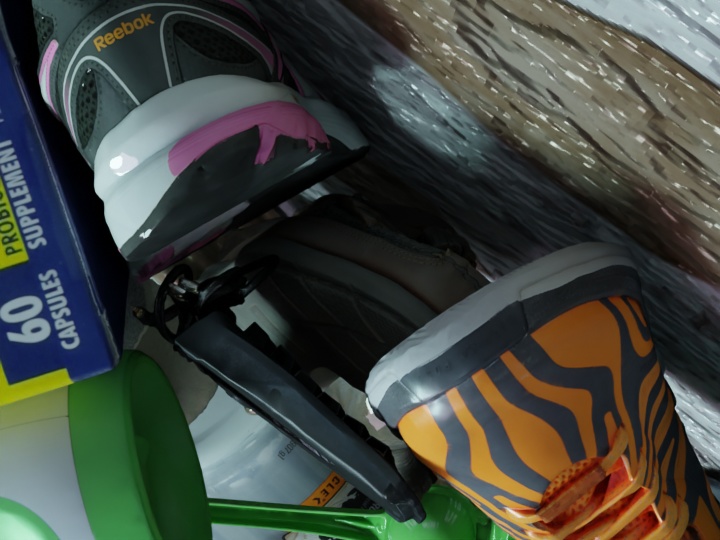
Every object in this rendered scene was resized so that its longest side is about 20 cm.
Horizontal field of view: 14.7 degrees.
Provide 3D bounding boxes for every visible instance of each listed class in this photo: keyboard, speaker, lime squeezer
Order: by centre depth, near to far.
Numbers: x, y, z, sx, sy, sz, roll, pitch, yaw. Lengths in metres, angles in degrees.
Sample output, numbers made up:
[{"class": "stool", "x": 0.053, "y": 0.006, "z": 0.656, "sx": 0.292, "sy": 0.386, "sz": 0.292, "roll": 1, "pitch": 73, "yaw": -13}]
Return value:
[{"class": "keyboard", "x": -0.015, "y": 0.028, "z": 0.796, "sx": 0.104, "sy": 0.040, "sz": 0.200, "roll": 36, "pitch": 175, "yaw": 4}, {"class": "speaker", "x": -0.148, "y": 0.083, "z": 0.806, "sx": 0.088, "sy": 0.199, "sz": 0.089, "roll": -15, "pitch": -90, "yaw": -80}, {"class": "lime squeezer", "x": 0.032, "y": 0.106, "z": 0.991, "sx": 0.199, "sy": 0.071, "sz": 0.038, "roll": 16, "pitch": 125, "yaw": 33}]

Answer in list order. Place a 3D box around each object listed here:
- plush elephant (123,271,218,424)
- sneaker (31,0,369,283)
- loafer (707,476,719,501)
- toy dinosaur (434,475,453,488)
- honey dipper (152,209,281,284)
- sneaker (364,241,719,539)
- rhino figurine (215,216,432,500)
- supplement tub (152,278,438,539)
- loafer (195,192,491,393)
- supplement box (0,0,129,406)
[{"class": "plush elephant", "x": -0.122, "y": 0.056, "z": 0.963, "sx": 0.155, "sy": 0.165, "sz": 0.200, "roll": 38, "pitch": -178, "yaw": -36}, {"class": "sneaker", "x": -0.049, "y": -0.055, "z": 0.774, "sx": 0.087, "sy": 0.080, "sz": 0.200, "roll": 62, "pitch": 175, "yaw": 2}, {"class": "loafer", "x": 0.107, "y": 0.108, "z": 0.976, "sx": 0.072, "sy": 0.063, "sz": 0.200, "roll": 38, "pitch": 171, "yaw": -9}, {"class": "toy dinosaur", "x": 0.026, "y": 0.134, "z": 1.095, "sx": 0.200, "sy": 0.135, "sz": 0.086, "roll": 29, "pitch": -156, "yaw": -50}, {"class": "honey dipper", "x": -0.102, "y": 0.050, "z": 1.054, "sx": 0.038, "sy": 0.200, "sz": 0.038, "roll": 37, "pitch": 172, "yaw": 6}, {"class": "sneaker", "x": 0.071, "y": 0.064, "z": 0.740, "sx": 0.112, "sy": 0.077, "sz": 0.200, "roll": 61, "pitch": -169, "yaw": 18}, {"class": "rhino figurine", "x": 0.016, "y": 0.039, "z": 0.976, "sx": 0.200, "sy": 0.060, "sz": 0.088, "roll": 26, "pitch": 149, "yaw": 45}, {"class": "supplement tub", "x": -0.018, "y": 0.085, "z": 1.169, "sx": 0.122, "sy": 0.123, "sz": 0.200, "roll": 28, "pitch": 169, "yaw": 46}, {"class": "loafer", "x": 0.000, "y": 0.000, "z": 0.866, "sx": 0.072, "sy": 0.063, "sz": 0.200, "roll": 45, "pitch": 165, "yaw": -13}, {"class": "supplement box", "x": -0.176, "y": -0.007, "z": 0.782, "sx": 0.110, "sy": 0.199, "sz": 0.109, "roll": -101, "pitch": -7, "yaw": -74}]
